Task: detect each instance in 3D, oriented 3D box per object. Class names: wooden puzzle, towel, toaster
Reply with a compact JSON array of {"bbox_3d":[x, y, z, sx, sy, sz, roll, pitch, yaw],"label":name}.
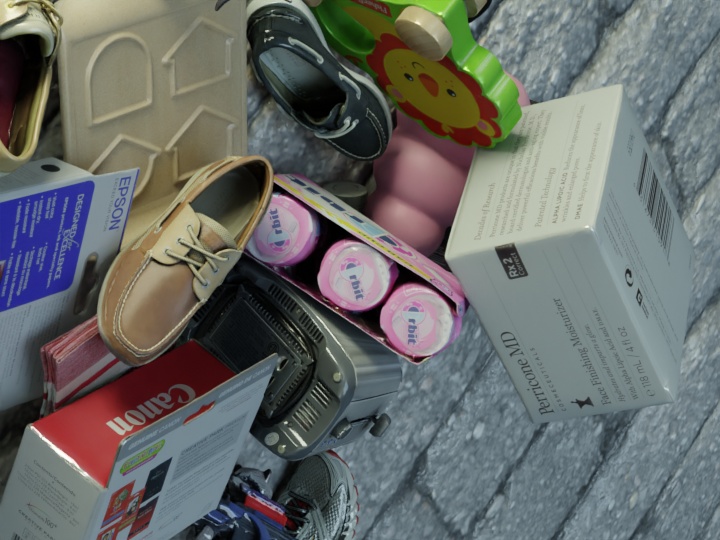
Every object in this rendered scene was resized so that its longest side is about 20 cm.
[{"bbox_3d":[-0.163,-0.127,1.345,0.185,0.046,0.201,-26,123,-42],"label":"wooden puzzle"},{"bbox_3d":[-0.197,0.092,1.375,0.144,0.023,0.200,-39,155,-38],"label":"towel"},{"bbox_3d":[-0.059,0.068,1.471,0.114,0.200,0.129,-53,156,15],"label":"toaster"}]

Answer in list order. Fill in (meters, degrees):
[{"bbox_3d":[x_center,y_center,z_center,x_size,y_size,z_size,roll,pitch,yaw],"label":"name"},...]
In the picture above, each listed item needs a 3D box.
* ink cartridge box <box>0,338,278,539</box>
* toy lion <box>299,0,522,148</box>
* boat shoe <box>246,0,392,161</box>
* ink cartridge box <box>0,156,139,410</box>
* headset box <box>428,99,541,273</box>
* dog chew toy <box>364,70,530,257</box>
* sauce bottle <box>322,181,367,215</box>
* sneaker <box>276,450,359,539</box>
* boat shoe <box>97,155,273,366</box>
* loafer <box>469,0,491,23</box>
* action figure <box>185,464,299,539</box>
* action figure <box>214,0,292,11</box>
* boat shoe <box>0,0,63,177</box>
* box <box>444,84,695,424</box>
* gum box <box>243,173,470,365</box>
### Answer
[{"bbox_3d":[-0.172,0.137,1.348,0.200,0.084,0.176,-28,149,-53],"label":"ink cartridge box"},{"bbox_3d":[0.039,-0.182,1.444,0.069,0.200,0.192,-52,152,-19],"label":"toy lion"},{"bbox_3d":[-0.035,-0.144,1.458,0.200,0.075,0.060,43,33,-42],"label":"boat shoe"},{"bbox_3d":[-0.261,0.018,1.260,0.200,0.043,0.199,-17,133,-49],"label":"ink cartridge box"},{"bbox_3d":[0.148,-0.061,1.674,0.077,0.149,0.201,16,95,-52],"label":"headset box"},{"bbox_3d":[0.070,-0.097,1.589,0.124,0.124,0.200,25,95,-53],"label":"dog chew toy"},{"bbox_3d":[-0.022,0.020,1.576,0.065,0.065,0.201,-19,120,-45],"label":"sauce bottle"},{"bbox_3d":[-0.067,0.258,1.623,0.082,0.078,0.201,25,87,-52],"label":"sneaker"},{"bbox_3d":[-0.127,-0.016,1.305,0.076,0.072,0.200,38,56,-15],"label":"boat shoe"},{"bbox_3d":[0.058,-0.262,1.527,0.073,0.071,0.200,-36,159,8],"label":"loafer"},{"bbox_3d":[-0.144,0.248,1.540,0.200,0.104,0.194,42,64,-23],"label":"action figure"},{"bbox_3d":[-0.128,-0.269,1.273,0.200,0.102,0.119,41,72,-35],"label":"action figure"},{"bbox_3d":[-0.233,-0.156,1.182,0.074,0.066,0.201,14,75,-47],"label":"boat shoe"},{"bbox_3d":[0.182,-0.013,1.476,0.199,0.130,0.200,60,32,-32],"label":"box"},{"bbox_3d":[0.000,0.000,1.448,0.066,0.200,0.113,-58,172,9],"label":"gum box"}]
